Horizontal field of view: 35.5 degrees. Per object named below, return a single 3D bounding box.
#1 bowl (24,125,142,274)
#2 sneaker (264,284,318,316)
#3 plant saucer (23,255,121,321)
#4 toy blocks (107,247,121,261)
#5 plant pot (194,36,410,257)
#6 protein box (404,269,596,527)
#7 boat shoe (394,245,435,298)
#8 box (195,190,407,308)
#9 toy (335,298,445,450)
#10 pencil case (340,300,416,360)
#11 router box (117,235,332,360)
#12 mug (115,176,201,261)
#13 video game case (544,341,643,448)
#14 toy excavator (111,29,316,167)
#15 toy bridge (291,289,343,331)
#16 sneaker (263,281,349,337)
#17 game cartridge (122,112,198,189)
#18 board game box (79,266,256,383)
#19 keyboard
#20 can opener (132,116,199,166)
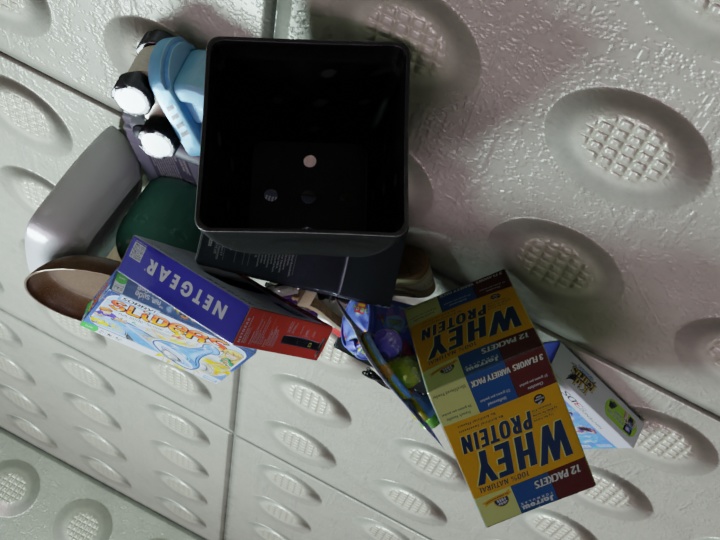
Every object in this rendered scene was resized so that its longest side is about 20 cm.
[{"bbox_3d":[-0.361,-0.075,1.516,0.074,0.200,0.200,32,154,0],"label":"bowl"},{"bbox_3d":[-0.151,0.068,1.502,0.199,0.084,0.081,-11,-179,-8],"label":"sneaker"},{"bbox_3d":[-0.337,0.026,1.472,0.199,0.037,0.201,8,157,4],"label":"plant saucer"},{"bbox_3d":[-0.332,0.025,1.726,0.200,0.137,0.100,34,153,-6],"label":"toy blocks"},{"bbox_3d":[-0.053,-0.106,1.148,0.199,0.201,0.177,1,164,0],"label":"plant pot"},{"bbox_3d":[0.156,0.144,1.299,0.134,0.200,0.199,-22,114,4],"label":"protein box"},{"bbox_3d":[0.000,0.000,1.436,0.199,0.071,0.065,12,148,29],"label":"boat shoe"},{"bbox_3d":[-0.067,-0.032,1.342,0.199,0.108,0.148,11,177,26],"label":"box"},{"bbox_3d":[0.049,0.116,1.336,0.200,0.047,0.115,57,-179,-37],"label":"toy"},{"bbox_3d":[0.073,0.091,1.439,0.199,0.087,0.078,18,163,-22],"label":"pencil case"},{"bbox_3d":[-0.159,0.035,1.340,0.200,0.049,0.179,29,-175,30],"label":"router box"},{"bbox_3d":[-0.247,-0.023,1.514,0.151,0.115,0.185,18,150,21],"label":"mug"},{"bbox_3d":[0.248,0.175,1.517,0.181,0.046,0.200,43,150,-21],"label":"video game case"},{"bbox_3d":[-0.150,-0.179,1.270,0.199,0.100,0.195,-2,137,25],"label":"toy excavator"},{"bbox_3d":[0.003,0.059,1.484,0.199,0.027,0.067,15,132,-17],"label":"toy bridge"},{"bbox_3d":[-0.049,0.061,1.586,0.199,0.077,0.085,18,156,22],"label":"sneaker"},{"bbox_3d":[-0.227,-0.128,1.482,0.133,0.042,0.200,14,149,19],"label":"game cartridge"},{"bbox_3d":[-0.241,0.073,1.425,0.199,0.035,0.135,25,148,-18],"label":"board game box"},{"bbox_3d":[0.052,0.148,1.689,0.199,0.021,0.127,28,147,6],"label":"keyboard"},{"bbox_3d":[-0.177,-0.140,1.348,0.199,0.064,0.079,19,134,-7],"label":"can opener"}]
